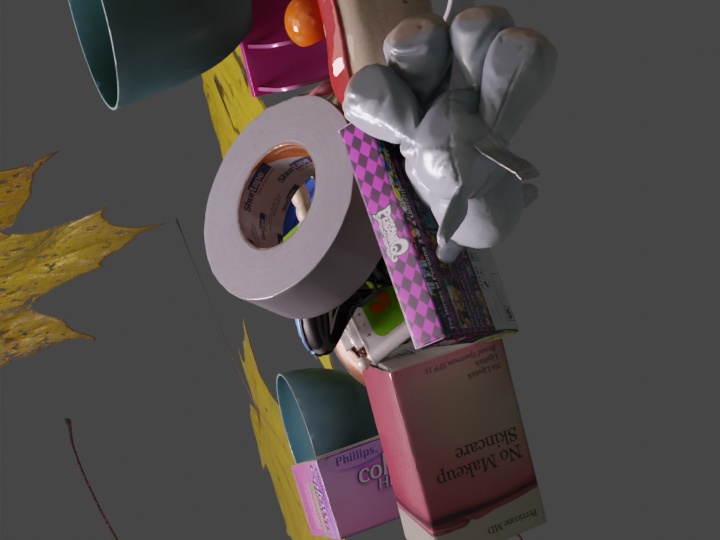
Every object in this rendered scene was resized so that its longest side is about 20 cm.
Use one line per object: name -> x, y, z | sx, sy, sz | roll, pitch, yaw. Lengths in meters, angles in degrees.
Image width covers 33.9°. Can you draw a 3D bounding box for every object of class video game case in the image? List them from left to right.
video game case -> 0.066, -0.032, 1.060 | 0.180, 0.035, 0.203 | 1, -113, -63

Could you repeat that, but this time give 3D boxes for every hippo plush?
hippo plush -> 0.098, -0.098, 0.937 | 0.201, 0.158, 0.161 | 55, -178, 35

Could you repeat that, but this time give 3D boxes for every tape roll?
tape roll -> -0.059, -0.060, 1.123 | 0.066, 0.200, 0.202 | 23, -151, -45

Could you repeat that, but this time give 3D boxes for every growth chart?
growth chart -> 0.000, 0.000, 1.205 | 0.200, 0.145, 0.018 | 47, -173, 31

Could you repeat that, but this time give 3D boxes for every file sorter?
file sorter -> -0.059, -0.298, 1.240 | 0.125, 0.137, 0.204 | -156, 51, -69

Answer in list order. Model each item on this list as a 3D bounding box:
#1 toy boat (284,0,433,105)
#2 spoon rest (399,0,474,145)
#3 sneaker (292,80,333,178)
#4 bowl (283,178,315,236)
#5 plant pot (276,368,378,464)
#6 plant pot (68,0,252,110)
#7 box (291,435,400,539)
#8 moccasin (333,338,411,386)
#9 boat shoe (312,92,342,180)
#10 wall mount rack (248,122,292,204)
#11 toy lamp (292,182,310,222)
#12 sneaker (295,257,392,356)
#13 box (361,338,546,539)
toy boat -> -0.014, -0.238, 1.079 | 0.129, 0.130, 0.204 | -13, 90, 37
spoon rest -> 0.065, -0.190, 1.013 | 0.060, 0.098, 0.204 | 13, 110, 43
sneaker -> -0.013, -0.147, 1.277 | 0.199, 0.075, 0.106 | 22, 131, 49
bowl -> -0.022, -0.037, 1.355 | 0.199, 0.039, 0.204 | -18, 63, 39
plant pot -> -0.027, 0.226, 1.698 | 0.200, 0.133, 0.204 | 163, 90, -76
plant pot -> -0.204, -0.284, 1.207 | 0.201, 0.159, 0.203 | 54, 155, 41
box -> 0.021, 0.257, 1.470 | 0.200, 0.173, 0.098 | 135, 117, -73
moccasin -> 0.044, 0.113, 1.343 | 0.201, 0.073, 0.078 | 45, 140, 22
boat shoe -> 0.006, -0.163, 1.191 | 0.065, 0.073, 0.200 | 50, 129, 7
wall mount rack -> -0.076, -0.149, 1.425 | 0.174, 0.073, 0.203 | -61, -17, -53
toy lamp -> -0.061, -0.067, 1.281 | 0.058, 0.057, 0.203 | -177, 67, -75
sneaker -> 0.005, -0.005, 1.151 | 0.082, 0.201, 0.071 | 31, 175, 39
box -> 0.093, 0.171, 1.200 | 0.109, 0.126, 0.204 | -171, 65, -73
